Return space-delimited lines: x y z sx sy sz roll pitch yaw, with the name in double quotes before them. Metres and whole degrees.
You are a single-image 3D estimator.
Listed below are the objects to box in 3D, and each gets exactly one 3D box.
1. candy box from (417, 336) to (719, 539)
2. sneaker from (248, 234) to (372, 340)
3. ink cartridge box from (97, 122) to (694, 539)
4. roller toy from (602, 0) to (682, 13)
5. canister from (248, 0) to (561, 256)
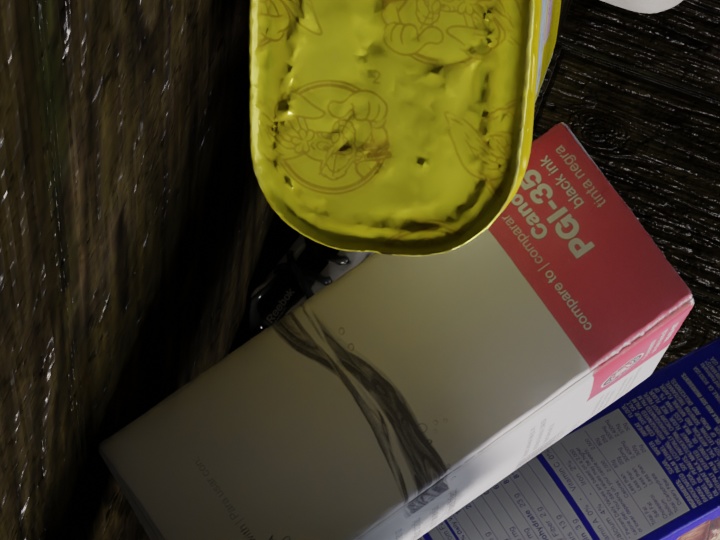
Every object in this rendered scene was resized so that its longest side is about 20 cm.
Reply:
"candy box" 0.088 0.137 0.986 0.200 0.077 0.169 -25 154 -21
"sneaker" 0.000 0.000 0.965 0.074 0.080 0.201 33 -73 49
"ink cartridge box" 0.013 0.050 0.793 0.200 0.083 0.147 -34 169 -6
"roller toy" 0.104 -0.214 0.946 0.200 0.139 0.182 -68 164 -1
"canister" 0.024 -0.103 0.729 0.200 0.086 0.149 -61 154 -70
